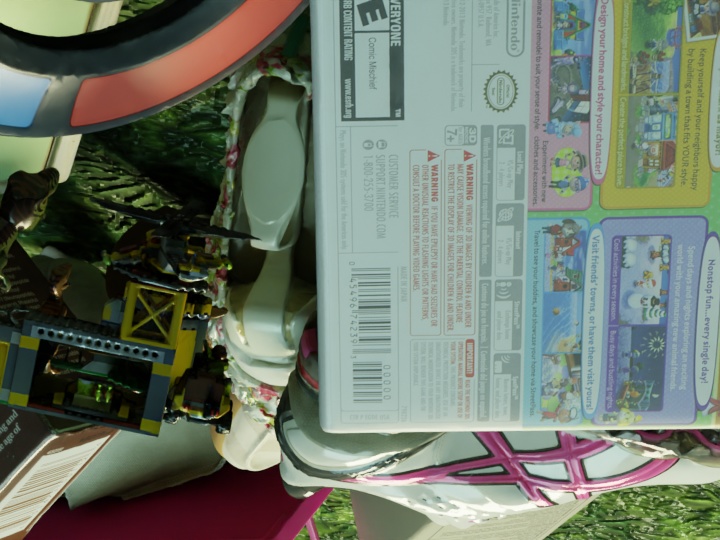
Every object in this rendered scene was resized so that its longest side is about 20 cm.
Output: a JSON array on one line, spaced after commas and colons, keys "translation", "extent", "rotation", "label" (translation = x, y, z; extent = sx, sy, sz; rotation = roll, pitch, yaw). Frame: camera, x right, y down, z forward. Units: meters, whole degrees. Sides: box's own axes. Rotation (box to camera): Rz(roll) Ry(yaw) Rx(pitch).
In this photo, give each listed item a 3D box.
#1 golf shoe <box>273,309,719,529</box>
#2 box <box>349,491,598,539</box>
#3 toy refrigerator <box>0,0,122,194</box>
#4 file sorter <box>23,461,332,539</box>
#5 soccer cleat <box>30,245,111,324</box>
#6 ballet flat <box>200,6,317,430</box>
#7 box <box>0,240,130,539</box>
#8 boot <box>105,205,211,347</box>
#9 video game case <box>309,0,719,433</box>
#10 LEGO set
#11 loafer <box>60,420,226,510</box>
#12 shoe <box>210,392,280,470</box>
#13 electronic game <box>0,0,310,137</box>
[{"translation": [0.062, 0.065, 1.098], "extent": [0.198, 0.073, 0.092], "rotation": [8, 130, -13], "label": "golf shoe"}, {"translation": [0.066, 0.090, 1.345], "extent": [0.094, 0.078, 0.200], "rotation": [-5, 161, -21], "label": "box"}, {"translation": [-0.143, -0.093, 1.031], "extent": [0.075, 0.070, 0.200], "rotation": [-11, 161, -19], "label": "toy refrigerator"}, {"translation": [-0.094, 0.172, 1.477], "extent": [0.199, 0.139, 0.126], "rotation": [-4, 113, 27], "label": "file sorter"}, {"translation": [-0.136, 0.034, 1.244], "extent": [0.085, 0.069, 0.200], "rotation": [46, -174, -8], "label": "soccer cleat"}, {"translation": [-0.035, -0.011, 1.086], "extent": [0.075, 0.064, 0.201], "rotation": [5, 116, 10], "label": "ballet flat"}, {"translation": [-0.196, 0.020, 1.143], "extent": [0.100, 0.200, 0.075], "rotation": [-45, 166, 25], "label": "box"}, {"translation": [0.000, 0.000, 1.214], "extent": [0.155, 0.077, 0.199], "rotation": [21, 143, -40], "label": "boot"}, {"translation": [0.073, -0.029, 0.974], "extent": [0.181, 0.022, 0.201], "rotation": [-1, 120, 0], "label": "video game case"}, {"translation": [-0.133, -0.017, 1.013], "extent": [0.199, 0.117, 0.154], "rotation": [13, -173, 4], "label": "LEGO set"}, {"translation": [-0.139, 0.093, 1.437], "extent": [0.199, 0.068, 0.076], "rotation": [-10, 119, 37], "label": "loafer"}, {"translation": [0.006, 0.046, 1.176], "extent": [0.070, 0.054, 0.200], "rotation": [2, 149, -47], "label": "shoe"}, {"translation": [-0.080, -0.124, 0.895], "extent": [0.199, 0.042, 0.201], "rotation": [-22, 142, -18], "label": "electronic game"}]
